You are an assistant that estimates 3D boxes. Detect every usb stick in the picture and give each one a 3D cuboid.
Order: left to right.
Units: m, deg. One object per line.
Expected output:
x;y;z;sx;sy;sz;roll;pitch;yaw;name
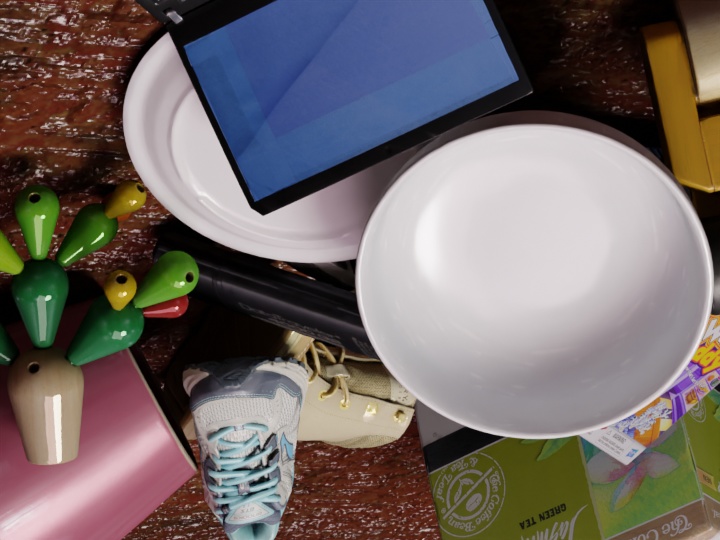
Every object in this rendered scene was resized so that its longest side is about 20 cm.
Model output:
-0.040;0.019;1.604;0.199;0.033;0.055;18;163;30;usb stick

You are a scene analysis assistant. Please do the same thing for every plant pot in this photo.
-0.209;0.114;1.675;0.178;0.201;0.200;-29;149;-3;plant pot

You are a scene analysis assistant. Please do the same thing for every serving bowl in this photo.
0.099;-0.006;1.497;0.199;0.066;0.201;3;119;5;serving bowl

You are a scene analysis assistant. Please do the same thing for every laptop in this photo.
-0.038;-0.141;1.373;0.177;0.104;0.200;-24;148;19;laptop

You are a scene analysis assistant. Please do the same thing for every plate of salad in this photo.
-0.036;-0.083;1.508;0.199;0.048;0.201;3;135;3;plate of salad

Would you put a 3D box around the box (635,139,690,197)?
0.129;-0.009;1.640;0.199;0.046;0.159;3;129;-41;box

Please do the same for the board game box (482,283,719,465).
0.159;0.034;1.634;0.134;0.045;0.200;-43;144;11;board game box

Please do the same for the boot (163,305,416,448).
-0.027;0.064;1.744;0.155;0.073;0.200;7;150;-24;boot

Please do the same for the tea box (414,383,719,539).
0.165;0.147;1.837;0.199;0.198;0.133;-28;147;24;tea box

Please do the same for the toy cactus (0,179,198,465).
-0.190;0.029;1.565;0.199;0.166;0.102;-2;-167;3;toy cactus

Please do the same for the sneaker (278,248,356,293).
0.000;0.000;1.655;0.080;0.074;0.199;-31;144;34;sneaker

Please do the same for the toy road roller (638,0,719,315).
0.238;-0.069;1.555;0.122;0.201;0.146;-12;-178;2;toy road roller

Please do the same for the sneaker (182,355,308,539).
-0.067;0.115;1.662;0.077;0.087;0.200;-4;156;2;sneaker
